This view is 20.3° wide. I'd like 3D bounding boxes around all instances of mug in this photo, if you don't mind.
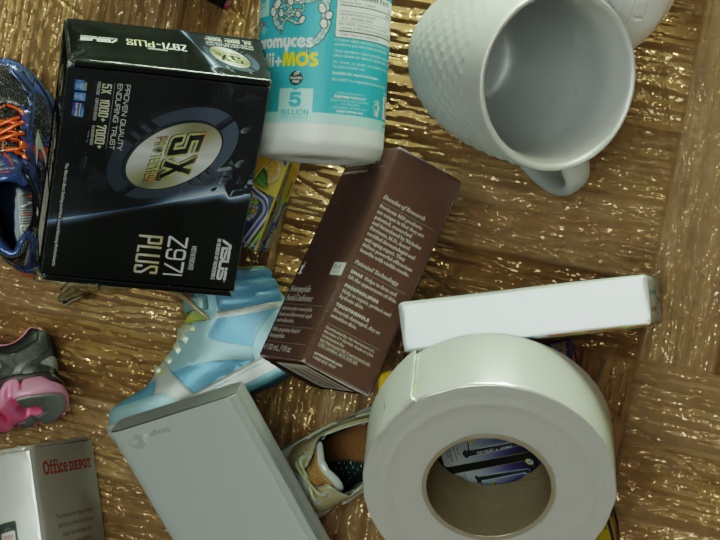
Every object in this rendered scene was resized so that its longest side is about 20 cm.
[{"bbox_3d":[0.130,-0.149,1.675,0.147,0.175,0.200,-36,116,-15],"label":"mug"}]

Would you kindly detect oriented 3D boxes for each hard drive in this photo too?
[{"bbox_3d":[-0.112,0.199,1.727,0.131,0.026,0.200,-18,111,25],"label":"hard drive"}]

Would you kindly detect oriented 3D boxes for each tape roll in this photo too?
[{"bbox_3d":[0.101,0.150,1.591,0.201,0.071,0.203,2,123,4],"label":"tape roll"}]

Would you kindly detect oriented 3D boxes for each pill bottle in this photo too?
[{"bbox_3d":[-0.030,-0.191,1.668,0.110,0.111,0.201,3,88,12],"label":"pill bottle"}]

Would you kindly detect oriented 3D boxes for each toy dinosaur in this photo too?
[{"bbox_3d":[-0.215,0.002,1.744,0.200,0.101,0.058,2,76,48],"label":"toy dinosaur"}]

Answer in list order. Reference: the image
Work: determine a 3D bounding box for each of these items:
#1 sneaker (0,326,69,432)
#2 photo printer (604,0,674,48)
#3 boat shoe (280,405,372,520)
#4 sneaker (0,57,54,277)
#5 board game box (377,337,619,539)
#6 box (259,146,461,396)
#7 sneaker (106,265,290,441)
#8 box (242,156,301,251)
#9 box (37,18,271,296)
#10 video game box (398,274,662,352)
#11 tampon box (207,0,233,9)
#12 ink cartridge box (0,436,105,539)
[{"bbox_3d":[-0.359,0.104,1.824,0.199,0.079,0.096,-13,64,10],"label":"sneaker"},{"bbox_3d":[0.176,-0.276,1.672,0.200,0.167,0.069,36,62,11],"label":"photo printer"},{"bbox_3d":[-0.029,0.169,1.745,0.200,0.068,0.075,-36,82,9],"label":"boat shoe"},{"bbox_3d":[-0.307,-0.095,1.806,0.075,0.078,0.201,-13,86,10],"label":"sneaker"},{"bbox_3d":[0.117,0.163,1.673,0.165,0.057,0.201,-11,120,10],"label":"board game box"},{"bbox_3d":[0.000,0.000,1.699,0.075,0.100,0.201,30,78,-22],"label":"box"},{"bbox_3d":[-0.149,0.062,1.770,0.199,0.080,0.131,-25,85,0],"label":"sneaker"},{"bbox_3d":[-0.079,-0.120,1.763,0.064,0.070,0.201,20,93,7],"label":"box"},{"bbox_3d":[-0.171,-0.090,1.640,0.163,0.086,0.201,6,118,-14],"label":"box"},{"bbox_3d":[0.144,0.035,1.657,0.199,0.182,0.047,-7,90,12],"label":"video game box"},{"bbox_3d":[-0.148,-0.332,1.719,0.126,0.200,0.150,35,96,10],"label":"tampon box"},{"bbox_3d":[-0.283,0.252,1.756,0.084,0.146,0.201,-10,85,13],"label":"ink cartridge box"}]
